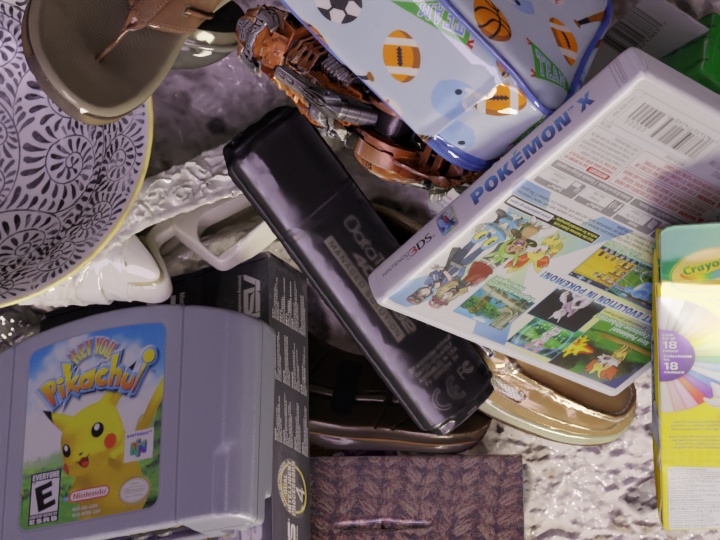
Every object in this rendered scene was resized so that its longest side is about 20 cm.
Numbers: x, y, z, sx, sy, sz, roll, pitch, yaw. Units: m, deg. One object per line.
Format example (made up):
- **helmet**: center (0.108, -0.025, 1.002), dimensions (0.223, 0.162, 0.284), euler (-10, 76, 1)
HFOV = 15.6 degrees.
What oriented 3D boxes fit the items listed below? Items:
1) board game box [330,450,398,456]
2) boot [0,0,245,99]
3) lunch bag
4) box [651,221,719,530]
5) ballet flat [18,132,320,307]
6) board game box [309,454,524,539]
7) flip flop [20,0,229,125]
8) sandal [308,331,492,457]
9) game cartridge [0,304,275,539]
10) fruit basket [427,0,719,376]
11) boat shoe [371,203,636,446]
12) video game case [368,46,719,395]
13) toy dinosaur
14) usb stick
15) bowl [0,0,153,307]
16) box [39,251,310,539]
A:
- **board game box**: center (-0.070, 0.142, 1.602), dimensions (0.199, 0.032, 0.120), euler (-14, 113, 15)
- **boot**: center (-0.154, -0.070, 1.464), dimensions (0.181, 0.073, 0.201), euler (13, 115, 16)
- **lunch bag**: center (0.036, -0.151, 1.298), dimensions (0.075, 0.160, 0.200), euler (-35, 107, 34)
- **box**: center (0.206, 0.046, 1.331), dimensions (0.117, 0.048, 0.200), euler (-2, 132, 5)
- **ballet flat**: center (-0.101, -0.022, 1.438), dimensions (0.200, 0.072, 0.072), euler (-27, 117, -11)
- **board game box**: center (0.018, 0.199, 1.533), dimensions (0.159, 0.097, 0.200), euler (-1, 145, 3)
- **flip flop**: center (-0.096, -0.150, 1.341), dimensions (0.081, 0.200, 0.058), euler (50, 146, -3)
- **sandal**: center (-0.021, 0.076, 1.521), dimensions (0.199, 0.082, 0.055), euler (9, 137, 8)
- **game cartridge**: center (-0.137, 0.089, 1.438), dimensions (0.199, 0.134, 0.040), euler (-13, 150, 29)
- **fruit basket**: center (0.166, -0.043, 1.441), dimensions (0.185, 0.094, 0.200), euler (36, 134, -12)
- **boat shoe**: center (0.073, 0.029, 1.476), dimensions (0.200, 0.072, 0.076), euler (27, 137, -4)
- **video game case**: center (0.131, -0.018, 1.321), dimensions (0.182, 0.022, 0.200), euler (-41, 141, 24)
- **toy dinosaur**: center (0.025, -0.076, 1.371), dimensions (0.102, 0.136, 0.200), euler (-44, 71, 26)
- **usb stick**: center (0.000, 0.000, 1.427), dimensions (0.055, 0.033, 0.200), euler (-41, 103, -19)
- **bowl**: center (-0.213, -0.071, 1.377), dimensions (0.200, 0.094, 0.201), euler (1, 81, -10)
- **box**: center (-0.104, 0.104, 1.461), dimensions (0.161, 0.201, 0.049), euler (-14, 154, 27)
